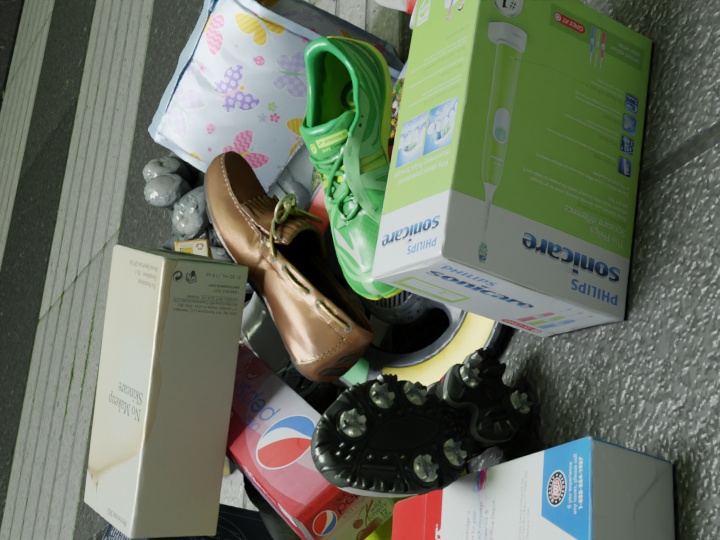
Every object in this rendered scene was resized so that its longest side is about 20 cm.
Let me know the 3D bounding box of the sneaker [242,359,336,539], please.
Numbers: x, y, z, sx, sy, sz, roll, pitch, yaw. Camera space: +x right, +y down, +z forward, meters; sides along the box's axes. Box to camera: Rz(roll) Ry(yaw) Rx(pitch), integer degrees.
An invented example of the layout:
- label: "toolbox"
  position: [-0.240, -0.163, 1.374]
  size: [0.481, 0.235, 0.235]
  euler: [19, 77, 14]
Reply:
- label: "sneaker"
  position: [-0.057, 0.150, 1.028]
  size: [0.201, 0.075, 0.092]
  euler: [-77, -17, -50]

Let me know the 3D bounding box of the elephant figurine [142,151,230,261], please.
- label: "elephant figurine"
  position: [-0.176, -0.026, 1.323]
  size: [0.142, 0.154, 0.202]
  euler: [-51, -28, -51]

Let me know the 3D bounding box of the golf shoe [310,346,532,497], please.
- label: "golf shoe"
  position: [0.031, 0.112, 0.764]
  size: [0.088, 0.199, 0.078]
  euler: [-43, 69, 33]

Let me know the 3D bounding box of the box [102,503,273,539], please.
- label: "box"
  position: [-0.131, 0.282, 1.006]
  size: [0.108, 0.147, 0.200]
  euler: [-66, 27, 11]

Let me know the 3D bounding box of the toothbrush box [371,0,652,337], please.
- label: "toothbrush box"
  position: [0.102, -0.075, 0.783]
  size: [0.086, 0.144, 0.202]
  euler: [-20, 57, 57]

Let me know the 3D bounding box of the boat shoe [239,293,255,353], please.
- label: "boat shoe"
  position: [-0.105, 0.054, 1.181]
  size: [0.074, 0.073, 0.202]
  euler: [-29, 49, 54]

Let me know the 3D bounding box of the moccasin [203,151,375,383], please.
- label: "moccasin"
  position: [-0.055, -0.015, 0.907]
  size: [0.078, 0.073, 0.202]
  euler: [-44, 58, 22]

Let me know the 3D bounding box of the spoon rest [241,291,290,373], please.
- label: "spoon rest"
  position: [-0.066, 0.037, 1.057]
  size: [0.100, 0.060, 0.200]
  euler: [-52, 0, 9]

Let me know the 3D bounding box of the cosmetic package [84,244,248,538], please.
- label: "cosmetic package"
  position: [-0.147, 0.088, 0.903]
  size: [0.103, 0.072, 0.203]
  euler: [10, 93, 57]

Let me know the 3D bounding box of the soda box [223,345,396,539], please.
- label: "soda box"
  position: [-0.057, 0.134, 0.902]
  size: [0.070, 0.064, 0.200]
  euler: [-39, 35, -13]

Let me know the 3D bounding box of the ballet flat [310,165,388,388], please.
- label: "ballet flat"
  position: [0.000, 0.000, 0.989]
  size: [0.075, 0.067, 0.203]
  euler: [10, 103, 56]

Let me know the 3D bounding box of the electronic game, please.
- label: "electronic game"
  position: [0.028, 0.001, 0.906]
  size: [0.198, 0.041, 0.203]
  euler: [1, 92, 36]

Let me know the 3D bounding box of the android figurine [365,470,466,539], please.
- label: "android figurine"
  position: [0.024, 0.203, 0.879]
  size: [0.182, 0.041, 0.202]
  euler: [-22, 57, 57]

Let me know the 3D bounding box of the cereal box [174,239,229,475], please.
- label: "cereal box"
  position: [-0.156, 0.090, 1.196]
  size: [0.144, 0.039, 0.202]
  euler: [93, 173, -65]

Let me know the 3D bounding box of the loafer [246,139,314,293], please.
- label: "loafer"
  position: [-0.056, -0.056, 1.075]
  size: [0.068, 0.070, 0.202]
  euler: [47, 124, 29]

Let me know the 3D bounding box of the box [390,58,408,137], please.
- label: "box"
  position: [0.065, -0.097, 0.985]
  size: [0.137, 0.037, 0.201]
  euler: [-61, 28, 21]

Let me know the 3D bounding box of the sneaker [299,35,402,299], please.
- label: "sneaker"
  position: [-0.010, -0.075, 0.866]
  size: [0.073, 0.083, 0.202]
  euler: [-20, 72, 30]

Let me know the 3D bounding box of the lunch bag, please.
- label: "lunch bag"
  position: [-0.077, -0.166, 1.122]
  size: [0.171, 0.198, 0.127]
  euler: [-62, 28, 20]

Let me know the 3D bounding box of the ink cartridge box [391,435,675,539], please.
- label: "ink cartridge box"
  position: [0.095, 0.182, 0.722]
  size: [0.200, 0.067, 0.118]
  euler: [-31, 48, 52]

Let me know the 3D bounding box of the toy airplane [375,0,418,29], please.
- label: "toy airplane"
  position: [0.057, -0.307, 1.010]
  size: [0.200, 0.140, 0.200]
  euler: [-58, 2, -9]
